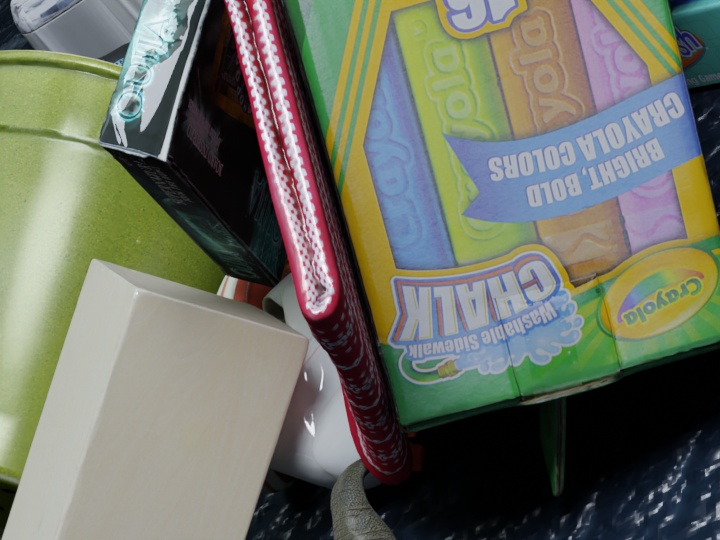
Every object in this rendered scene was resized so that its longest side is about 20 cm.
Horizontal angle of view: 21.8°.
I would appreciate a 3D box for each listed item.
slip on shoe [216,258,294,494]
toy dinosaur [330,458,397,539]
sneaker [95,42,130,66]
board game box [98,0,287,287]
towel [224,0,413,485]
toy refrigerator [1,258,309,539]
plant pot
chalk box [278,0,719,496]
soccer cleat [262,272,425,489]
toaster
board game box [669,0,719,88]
[{"bbox_3d":[-0.019,0.013,0.845,0.061,0.074,0.201,-12,39,30],"label":"slip on shoe"},{"bbox_3d":[-0.019,0.146,0.661,0.102,0.078,0.200,-1,29,40],"label":"toy dinosaur"},{"bbox_3d":[-0.092,-0.090,0.991,0.081,0.200,0.074,-8,83,20],"label":"sneaker"},{"bbox_3d":[-0.044,-0.080,0.719,0.200,0.028,0.137,58,-133,-74],"label":"board game box"},{"bbox_3d":[-0.016,-0.015,0.641,0.022,0.200,0.146,-16,69,2],"label":"towel"},{"bbox_3d":[-0.094,0.105,0.726,0.070,0.075,0.202,24,97,64],"label":"toy refrigerator"},{"bbox_3d":[-0.146,0.033,0.897,0.199,0.200,0.195,-18,49,45],"label":"plant pot"},{"bbox_3d":[0.056,-0.025,0.654,0.123,0.202,0.125,-15,14,3],"label":"chalk box"},{"bbox_3d":[0.000,0.000,0.792,0.077,0.070,0.201,5,53,9],"label":"soccer cleat"},{"bbox_3d":[-0.152,-0.176,1.248,0.113,0.129,0.201,-26,31,29],"label":"toaster"},{"bbox_3d":[0.170,-0.167,0.838,0.151,0.045,0.201,-6,47,54],"label":"board game box"}]
